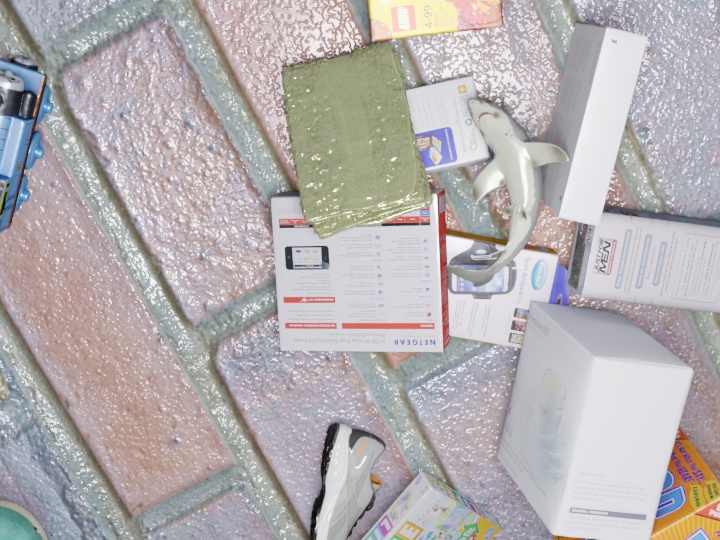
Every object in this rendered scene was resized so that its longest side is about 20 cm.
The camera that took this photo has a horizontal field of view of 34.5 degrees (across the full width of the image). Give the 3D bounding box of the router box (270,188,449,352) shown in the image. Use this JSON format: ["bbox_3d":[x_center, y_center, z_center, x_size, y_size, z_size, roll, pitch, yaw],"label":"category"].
[{"bbox_3d":[0.000,0.000,1.335,0.196,0.049,0.183,0,101,14],"label":"router box"}]

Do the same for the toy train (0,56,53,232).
[{"bbox_3d":[-0.404,-0.139,1.296,0.085,0.114,0.203,18,103,-5],"label":"toy train"}]

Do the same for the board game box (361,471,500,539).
[{"bbox_3d":[0.060,0.353,1.424,0.134,0.034,0.201,33,102,-33],"label":"board game box"}]

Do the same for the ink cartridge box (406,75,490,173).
[{"bbox_3d":[0.042,-0.152,1.322,0.197,0.037,0.096,-12,87,1],"label":"ink cartridge box"}]

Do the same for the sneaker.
[{"bbox_3d":[-0.018,0.289,1.418,0.078,0.074,0.203,11,103,-9],"label":"sneaker"}]

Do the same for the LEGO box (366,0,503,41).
[{"bbox_3d":[0.073,-0.361,1.263,0.146,0.077,0.204,-6,103,1],"label":"LEGO box"}]

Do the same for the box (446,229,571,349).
[{"bbox_3d":[0.147,0.022,1.372,0.196,0.042,0.121,10,103,-5],"label":"box"}]

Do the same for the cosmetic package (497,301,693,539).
[{"bbox_3d":[0.252,0.162,1.290,0.121,0.199,0.203,9,103,-13],"label":"cosmetic package"}]

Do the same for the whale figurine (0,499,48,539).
[{"bbox_3d":[-0.478,0.373,1.420,0.198,0.104,0.160,-31,102,7],"label":"whale figurine"}]

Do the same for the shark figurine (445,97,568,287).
[{"bbox_3d":[0.175,-0.076,1.285,0.126,0.089,0.218,10,103,27],"label":"shark figurine"}]

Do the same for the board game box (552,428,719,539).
[{"bbox_3d":[0.358,0.348,1.363,0.198,0.200,0.201,-31,102,7],"label":"board game box"}]

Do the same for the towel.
[{"bbox_3d":[-0.008,-0.146,1.285,0.146,0.037,0.203,-13,79,3],"label":"towel"}]

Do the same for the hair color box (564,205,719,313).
[{"bbox_3d":[0.344,-0.013,1.336,0.196,0.061,0.101,6,103,-12],"label":"hair color box"}]

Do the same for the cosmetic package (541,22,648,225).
[{"bbox_3d":[0.248,-0.164,1.271,0.051,0.151,0.203,12,104,-2],"label":"cosmetic package"}]
